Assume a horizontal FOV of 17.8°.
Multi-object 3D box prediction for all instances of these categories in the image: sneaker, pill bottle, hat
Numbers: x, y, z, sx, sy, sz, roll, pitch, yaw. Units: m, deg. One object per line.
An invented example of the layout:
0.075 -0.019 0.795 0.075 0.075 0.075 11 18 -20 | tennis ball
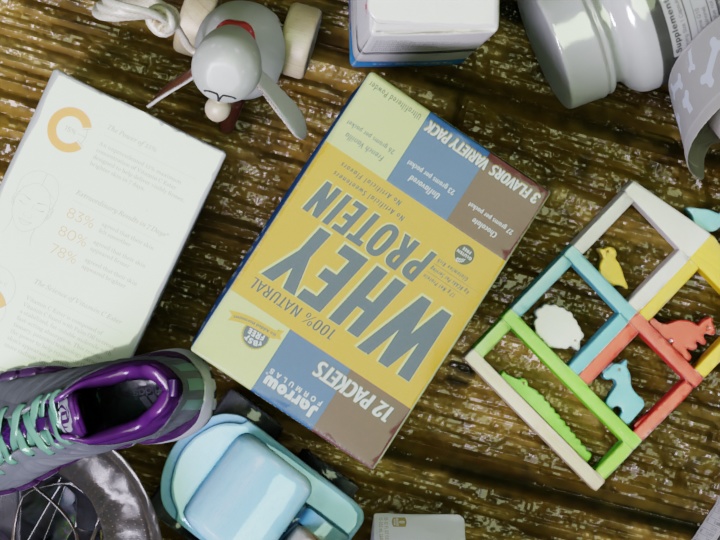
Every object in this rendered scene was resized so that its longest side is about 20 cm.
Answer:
-0.191 0.087 1.396 0.199 0.088 0.075 -18 82 10 | sneaker
0.212 -0.188 1.531 0.199 0.114 0.115 -23 92 -4 | pill bottle
-0.209 0.164 1.501 0.199 0.081 0.202 5 108 16 | hat

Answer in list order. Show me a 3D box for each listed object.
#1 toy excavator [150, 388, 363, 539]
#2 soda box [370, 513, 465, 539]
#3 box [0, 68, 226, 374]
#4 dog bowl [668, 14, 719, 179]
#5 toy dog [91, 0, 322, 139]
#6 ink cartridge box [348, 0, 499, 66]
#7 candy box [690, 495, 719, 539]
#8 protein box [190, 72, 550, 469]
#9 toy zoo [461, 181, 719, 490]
-0.042 0.171 1.463 0.194 0.200 0.100 38 88 -2 | toy excavator
0.039 0.258 1.486 0.063 0.068 0.201 1 52 -5 | soda box
-0.185 -0.012 1.505 0.124 0.097 0.201 26 88 -4 | box
0.291 -0.135 1.503 0.199 0.200 0.059 -23 69 -5 | dog bowl
-0.087 -0.123 1.484 0.131 0.200 0.097 18 106 20 | toy dog
0.038 -0.212 1.472 0.084 0.200 0.147 0 90 -5 | ink cartridge box
0.314 0.180 1.565 0.136 0.061 0.201 33 88 -5 | candy box
0.000 0.000 1.469 0.135 0.199 0.201 33 88 -3 | protein box
0.183 0.033 1.574 0.200 0.020 0.131 -45 93 -3 | toy zoo
